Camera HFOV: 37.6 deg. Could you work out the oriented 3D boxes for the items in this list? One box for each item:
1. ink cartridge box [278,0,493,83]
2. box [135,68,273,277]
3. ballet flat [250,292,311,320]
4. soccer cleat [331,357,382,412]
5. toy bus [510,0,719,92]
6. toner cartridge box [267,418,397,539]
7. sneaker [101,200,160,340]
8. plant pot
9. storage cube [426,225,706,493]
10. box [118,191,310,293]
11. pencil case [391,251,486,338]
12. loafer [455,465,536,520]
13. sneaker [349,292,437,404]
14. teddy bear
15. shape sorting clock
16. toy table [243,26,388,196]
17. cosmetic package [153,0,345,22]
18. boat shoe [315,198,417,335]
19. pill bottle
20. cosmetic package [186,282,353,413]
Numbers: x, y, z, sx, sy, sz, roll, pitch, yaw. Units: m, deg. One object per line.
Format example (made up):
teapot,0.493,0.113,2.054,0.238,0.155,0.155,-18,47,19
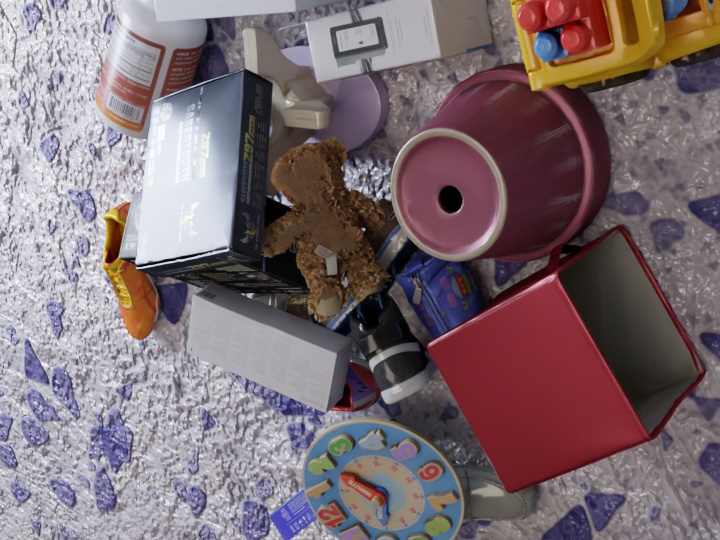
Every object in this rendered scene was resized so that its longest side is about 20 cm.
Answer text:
ink cartridge box,0.025,-0.246,1.114,0.198,0.115,0.069,-3,103,37
box,-0.170,-0.102,1.146,0.156,0.051,0.203,-8,73,39
ballet flat,-0.127,0.063,1.356,0.200,0.065,0.071,-41,51,36
soccer cleat,-0.063,0.137,1.338,0.198,0.073,0.069,9,111,33
toy bus,0.227,-0.232,0.928,0.198,0.191,0.138,-9,99,35
toner cartridge box,-0.027,0.268,1.346,0.043,0.095,0.200,52,127,8
sneaker,-0.331,0.005,1.483,0.072,0.077,0.203,7,112,31
plant pot,0.128,-0.095,1.053,0.198,0.178,0.203,12,112,31
storage cube,0.207,0.087,1.067,0.179,0.170,0.202,-33,87,40
box,-0.163,-0.034,1.269,0.198,0.163,0.088,-1,73,43
pencil case,0.111,0.066,1.181,0.077,0.087,0.202,-27,91,35
loafer,0.113,0.269,1.261,0.198,0.070,0.071,-1,106,36
sneaker,0.037,0.076,1.186,0.072,0.200,0.113,-25,89,3
teddy bear,-0.039,-0.044,1.159,0.144,0.067,0.201,-37,110,1
shape sorting clock,0.024,0.259,1.229,0.197,0.039,0.203,11,122,17
toy table,-0.082,-0.189,1.211,0.198,0.117,0.187,-4,104,37
cosmetic package,-0.107,-0.312,1.163,0.198,0.150,0.053,6,110,34
boat shoe,0.000,0.000,1.254,0.072,0.072,0.201,47,117,18
pill bottle,-0.254,-0.273,1.307,0.112,0.112,0.202,37,123,19
cosmetic package,-0.110,0.090,1.264,0.198,0.051,0.084,21,116,18
